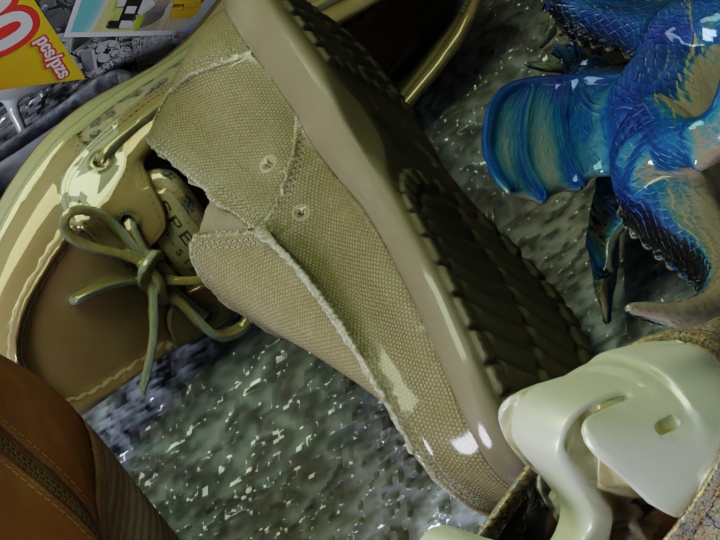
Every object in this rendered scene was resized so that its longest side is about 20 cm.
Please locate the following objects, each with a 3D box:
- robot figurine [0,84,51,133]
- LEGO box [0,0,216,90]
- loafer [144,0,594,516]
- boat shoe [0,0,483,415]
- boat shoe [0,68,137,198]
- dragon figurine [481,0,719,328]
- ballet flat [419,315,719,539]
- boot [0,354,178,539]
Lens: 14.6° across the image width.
[{"bbox_3d":[-0.134,-0.146,0.989,0.169,0.113,0.200,11,97,9],"label":"robot figurine"},{"bbox_3d":[-0.079,-0.157,0.854,0.149,0.200,0.077,-10,48,-26],"label":"LEGO box"},{"bbox_3d":[0.000,0.000,0.763,0.067,0.076,0.200,-45,43,16],"label":"loafer"},{"bbox_3d":[-0.043,-0.031,0.850,0.200,0.073,0.063,-51,32,-13],"label":"boat shoe"},{"bbox_3d":[-0.138,0.003,0.915,0.200,0.068,0.072,-30,36,18],"label":"boat shoe"},{"bbox_3d":[0.072,-0.029,0.736,0.099,0.059,0.200,-21,33,32],"label":"dragon figurine"},{"bbox_3d":[0.047,0.068,0.654,0.200,0.067,0.068,-53,35,-15],"label":"ballet flat"},{"bbox_3d":[-0.100,0.085,0.706,0.077,0.155,0.200,-28,36,20],"label":"boot"}]
